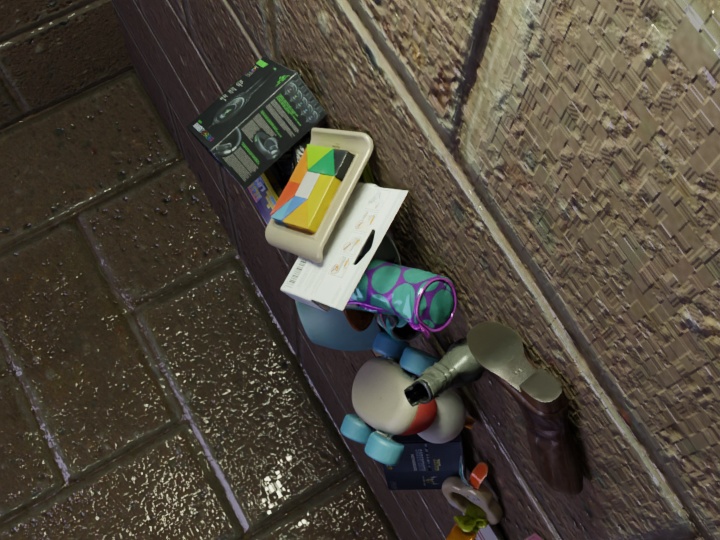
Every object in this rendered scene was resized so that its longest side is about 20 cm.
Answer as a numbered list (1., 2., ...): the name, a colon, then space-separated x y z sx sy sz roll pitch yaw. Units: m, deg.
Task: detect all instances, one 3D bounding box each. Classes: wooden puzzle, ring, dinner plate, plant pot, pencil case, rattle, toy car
1. wooden puzzle: -0.072 -0.122 1.370 0.037 0.201 0.185 24 177 -33
2. ring: 0.000 0.000 1.492 0.200 0.019 0.202 -6 -90 -70
3. dinner plate: 0.258 0.533 1.823 0.201 0.024 0.201 56 166 22
4. plant pot: -0.042 0.067 1.660 0.200 0.134 0.202 -22 -90 -85
5. pencil case: 0.044 0.034 1.329 0.199 0.093 0.085 12 154 45
6. rattle: 0.182 0.441 1.640 0.130 0.143 0.200 46 162 21
7. toy car: 0.101 0.230 1.510 0.199 0.186 0.177 22 -179 -30

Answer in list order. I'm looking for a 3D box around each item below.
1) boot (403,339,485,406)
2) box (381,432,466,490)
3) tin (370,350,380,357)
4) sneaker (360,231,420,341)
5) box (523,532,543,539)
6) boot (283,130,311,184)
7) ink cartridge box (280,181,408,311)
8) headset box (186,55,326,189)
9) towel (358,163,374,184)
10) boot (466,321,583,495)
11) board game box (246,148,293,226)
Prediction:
1. boot: 0.117 0.158 1.337 0.068 0.130 0.200 59 168 10
2. box: 0.119 0.350 1.693 0.201 0.156 0.051 78 -169 -51
3. tin: 0.047 0.144 1.817 0.113 0.042 0.200 69 167 -12
4. sneaker: 0.057 0.036 1.438 0.121 0.083 0.201 42 154 53
5. box: 0.321 0.556 1.443 0.177 0.096 0.200 66 167 -15
6. boot: -0.083 -0.123 1.538 0.158 0.079 0.213 130 138 -71
7. ink cartridge box: -0.015 -0.034 1.322 0.043 0.201 0.173 36 168 -36
8. headset box: -0.171 -0.255 1.499 0.093 0.200 0.174 50 177 -32
9. towel: -0.016 -0.160 1.478 0.200 0.018 0.087 -144 34 -66
10. boot: 0.217 0.182 1.171 0.187 0.064 0.201 51 168 50
11. board game box: -0.152 -0.180 1.673 0.165 0.057 0.201 -11 -113 -56
